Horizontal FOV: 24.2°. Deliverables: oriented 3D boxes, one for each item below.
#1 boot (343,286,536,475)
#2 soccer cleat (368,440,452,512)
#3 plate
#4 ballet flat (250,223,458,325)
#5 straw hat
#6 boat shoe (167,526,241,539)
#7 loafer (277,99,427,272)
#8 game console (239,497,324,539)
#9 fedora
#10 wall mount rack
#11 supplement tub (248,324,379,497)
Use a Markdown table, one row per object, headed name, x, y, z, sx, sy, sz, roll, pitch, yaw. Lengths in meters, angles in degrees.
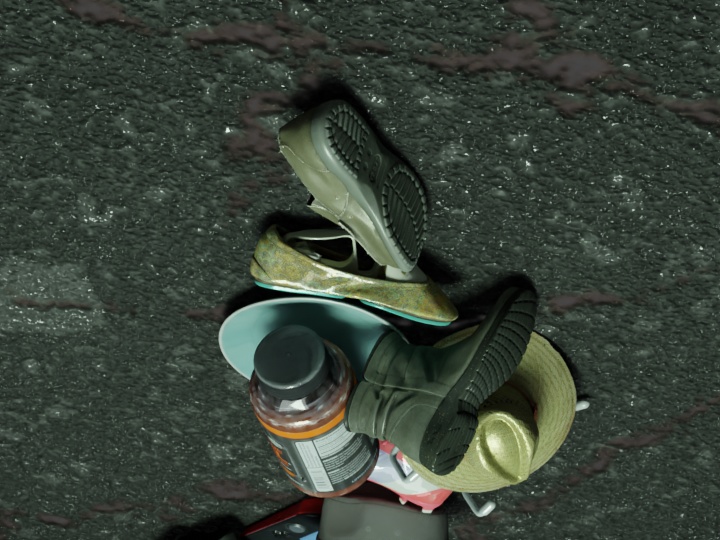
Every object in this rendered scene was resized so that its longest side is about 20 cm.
| name | x | y | z | sx | sy | sz | roll | pitch | yaw |
| --- | --- | --- | --- | --- | --- | --- | --- | --- | --- |
| boot | 0.069 | 0.083 | 1.582 | 0.130 | 0.201 | 0.068 | 28 | 173 | 34 |
| soccer cleat | 0.013 | 0.200 | 1.839 | 0.199 | 0.067 | 0.077 | 22 | 113 | -10 |
| plate | -0.042 | 0.074 | 1.684 | 0.199 | 0.026 | 0.201 | 7 | 146 | 4 |
| ballet flat | 0.000 | 0.000 | 1.536 | 0.199 | 0.071 | 0.071 | 13 | 146 | -7 |
| straw hat | 0.132 | 0.158 | 1.633 | 0.200 | 0.085 | 0.202 | -7 | 119 | -12 |
| boat shoe | -0.216 | 0.357 | 2.116 | 0.201 | 0.074 | 0.063 | -13 | 106 | 44 |
| loafer | -0.005 | -0.072 | 1.428 | 0.069 | 0.075 | 0.200 | 0 | 143 | 33 |
| game console | -0.027 | 0.344 | 2.079 | 0.199 | 0.031 | 0.177 | 28 | 142 | -26 |
| fedora | 0.021 | 0.292 | 1.905 | 0.199 | 0.091 | 0.177 | 5 | -172 | 18 |
| wall mount rack | 0.129 | 0.161 | 1.732 | 0.200 | 0.075 | 0.174 | 29 | 105 | -36 |
| supplement tub | -0.048 | 0.135 | 1.660 | 0.106 | 0.107 | 0.200 | -1 | 145 | 14 |
